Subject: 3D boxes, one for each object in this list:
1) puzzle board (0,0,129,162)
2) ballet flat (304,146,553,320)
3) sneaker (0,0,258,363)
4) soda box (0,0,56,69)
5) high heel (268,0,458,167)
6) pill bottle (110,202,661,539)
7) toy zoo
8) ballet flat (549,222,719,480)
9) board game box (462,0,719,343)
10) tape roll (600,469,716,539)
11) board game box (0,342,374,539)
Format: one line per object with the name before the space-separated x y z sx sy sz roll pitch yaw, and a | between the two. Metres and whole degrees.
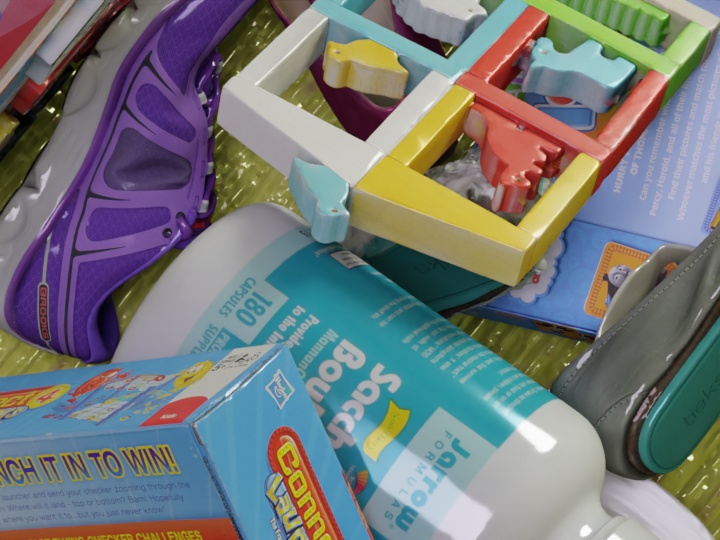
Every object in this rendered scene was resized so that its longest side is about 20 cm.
puzzle board | -0.117 -0.091 1.012 0.017 0.151 0.200 39 103 -5
ballet flat | 0.000 0.000 1.027 0.200 0.072 0.072 -21 77 34
sneaker | -0.084 -0.051 1.055 0.083 0.081 0.200 30 108 -1
soda box | -0.165 -0.120 1.064 0.070 0.063 0.200 37 93 -30
high heel | -0.021 -0.132 1.045 0.067 0.096 0.201 -25 78 6
pill bottle | 0.012 0.071 0.930 0.200 0.111 0.111 34 88 16
toy zoo | 0.037 -0.068 0.966 0.131 0.021 0.200 29 47 14
ballet flat | 0.148 -0.008 0.974 0.200 0.067 0.064 -46 47 -9
board game box | 0.145 -0.036 1.031 0.199 0.037 0.152 14 84 11
tape roll | 0.062 0.166 0.998 0.202 0.071 0.203 -2 80 10
board game box | -0.073 0.132 0.919 0.200 0.056 0.196 -8 112 42
